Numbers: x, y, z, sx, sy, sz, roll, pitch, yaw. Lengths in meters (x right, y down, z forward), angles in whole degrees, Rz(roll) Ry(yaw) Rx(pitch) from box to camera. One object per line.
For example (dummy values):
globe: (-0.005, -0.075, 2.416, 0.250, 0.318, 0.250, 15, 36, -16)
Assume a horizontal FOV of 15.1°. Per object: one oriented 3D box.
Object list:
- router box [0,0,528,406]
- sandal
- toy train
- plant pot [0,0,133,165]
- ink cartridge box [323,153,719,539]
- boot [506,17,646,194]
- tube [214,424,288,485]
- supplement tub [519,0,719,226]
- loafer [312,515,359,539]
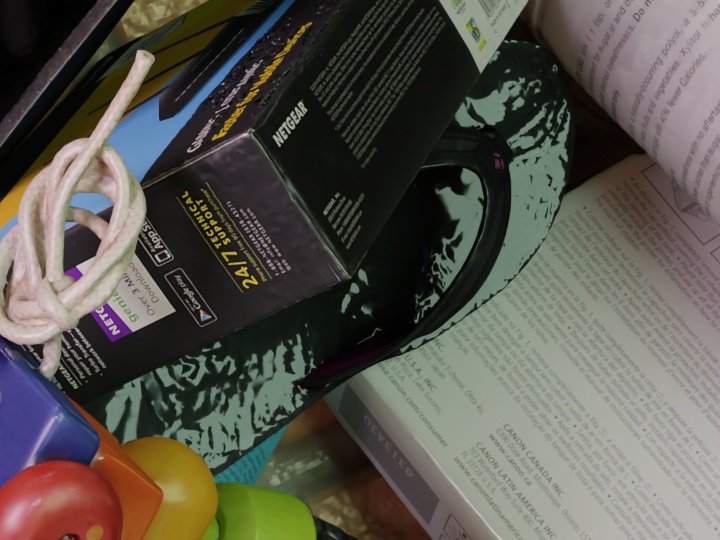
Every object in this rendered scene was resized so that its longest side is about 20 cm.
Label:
router box: (-0.044, -0.032, 0.772, 0.051, 0.149, 0.200, 56, 29, -14)
sandal: (0.000, 0.001, 0.828, 0.200, 0.048, 0.075, -40, 108, -21)
toy train: (-0.056, 0.055, 0.669, 0.116, 0.085, 0.200, 23, 101, -39)
plant pot: (-0.103, -0.165, 0.759, 0.200, 0.200, 0.177, 46, 44, 0)
ink cartridge box: (0.113, 0.042, 0.889, 0.200, 0.050, 0.161, -31, 70, -24)
boot: (0.098, -0.077, 0.975, 0.132, 0.070, 0.200, 48, 55, -13)
tube: (-0.050, 0.038, 0.867, 0.077, 0.050, 0.200, 43, 56, -24)
supplement tub: (0.154, -0.064, 0.853, 0.132, 0.132, 0.200, -32, 70, -34)
loafer: (0.004, 0.170, 0.859, 0.200, 0.071, 0.073, 59, 27, 10)
